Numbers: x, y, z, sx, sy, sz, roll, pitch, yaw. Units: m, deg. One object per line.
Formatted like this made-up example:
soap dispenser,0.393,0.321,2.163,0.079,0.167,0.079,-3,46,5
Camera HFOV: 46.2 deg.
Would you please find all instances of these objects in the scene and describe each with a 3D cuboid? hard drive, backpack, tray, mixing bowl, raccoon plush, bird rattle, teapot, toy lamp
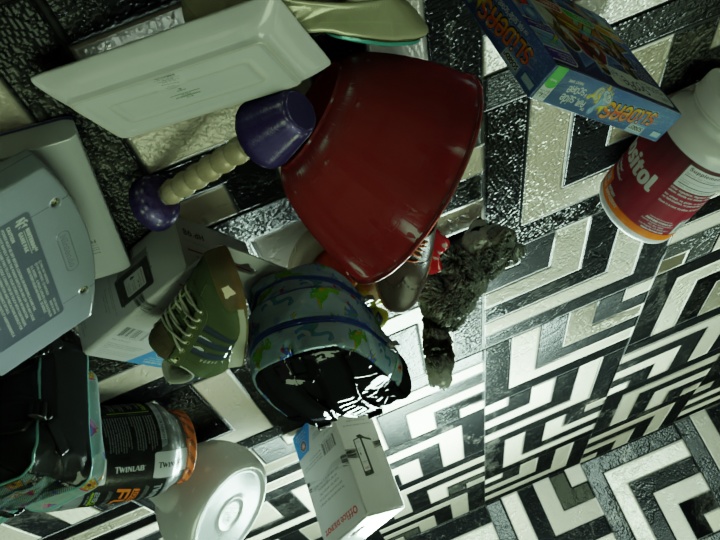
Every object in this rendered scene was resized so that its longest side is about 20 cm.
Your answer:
hard drive,-0.285,-0.043,0.729,0.129,0.026,0.201,-18,152,-12
backpack,-0.371,0.173,0.879,0.197,0.179,0.154,-23,149,9
tray,-0.127,-0.138,0.616,0.196,0.023,0.107,-13,163,17
mixing bowl,0.000,-0.102,0.704,0.107,0.203,0.200,26,131,-21
raccoon plush,0.142,0.037,1.032,0.131,0.205,0.096,-9,175,20
backpack,-0.045,0.083,0.879,0.160,0.157,0.200,-13,168,14
bird rattle,0.000,0.000,0.955,0.160,0.114,0.201,15,133,-27
teapot,-0.248,0.343,1.313,0.197,0.144,0.203,-39,140,-38
toy lamp,-0.115,-0.090,0.691,0.198,0.060,0.058,-21,158,37

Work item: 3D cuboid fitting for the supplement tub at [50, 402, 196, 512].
supplement tub,-0.319,0.235,1.084,0.197,0.124,0.123,2,144,-40

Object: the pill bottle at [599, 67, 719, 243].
pill bottle,0.380,-0.134,0.994,0.111,0.115,0.201,-6,147,-29

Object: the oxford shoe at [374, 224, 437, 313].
oxford shoe,0.045,-0.035,0.865,0.069,0.073,0.204,1,119,-2

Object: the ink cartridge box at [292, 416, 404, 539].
ink cartridge box,-0.024,0.333,1.399,0.083,0.203,0.146,-1,146,-36

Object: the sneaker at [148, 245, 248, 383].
sneaker,-0.158,0.056,0.805,0.088,0.068,0.201,-20,155,-18

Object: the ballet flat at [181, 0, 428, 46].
ballet flat,-0.032,-0.202,0.616,0.196,0.071,0.070,-7,149,-26

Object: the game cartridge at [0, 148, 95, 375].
game cartridge,-0.282,-0.001,0.682,0.133,0.041,0.202,-42,157,-30

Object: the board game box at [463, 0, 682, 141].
board game box,0.181,-0.186,0.721,0.197,0.137,0.035,6,138,-43

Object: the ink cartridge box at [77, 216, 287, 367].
ink cartridge box,-0.184,0.016,0.864,0.199,0.068,0.115,-36,150,22
